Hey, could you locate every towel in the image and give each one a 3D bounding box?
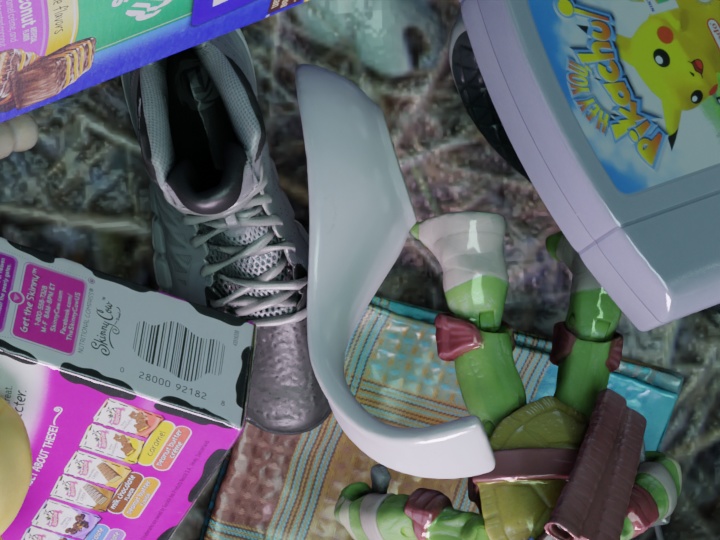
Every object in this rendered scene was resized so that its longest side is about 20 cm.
[{"bbox_3d":[0.038,0.093,1.256,0.200,0.022,0.147,15,98,-15],"label":"towel"}]

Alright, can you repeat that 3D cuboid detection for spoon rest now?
[{"bbox_3d":[0.000,0.000,1.145,0.061,0.200,0.099,-19,146,1],"label":"spoon rest"}]

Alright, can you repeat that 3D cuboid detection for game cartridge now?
[{"bbox_3d":[0.118,-0.079,1.166,0.133,0.040,0.200,-20,80,-32],"label":"game cartridge"}]

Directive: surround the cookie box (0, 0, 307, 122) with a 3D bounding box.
[{"bbox_3d":[-0.098,-0.139,1.000,0.200,0.171,0.075,-24,69,-20],"label":"cookie box"}]

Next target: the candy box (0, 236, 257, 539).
[{"bbox_3d":[-0.161,0.050,1.144,0.200,0.061,0.136,19,137,-16],"label":"candy box"}]

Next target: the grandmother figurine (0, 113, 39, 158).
[{"bbox_3d":[-0.178,-0.088,1.100,0.121,0.061,0.200,43,55,-9],"label":"grandmother figurine"}]

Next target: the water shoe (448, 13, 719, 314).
[{"bbox_3d":[0.125,-0.061,1.228,0.200,0.071,0.079,41,60,-13],"label":"water shoe"}]

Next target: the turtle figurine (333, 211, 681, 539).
[{"bbox_3d":[0.065,0.081,1.211,0.144,0.200,0.194,-1,79,16],"label":"turtle figurine"}]

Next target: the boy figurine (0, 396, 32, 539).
[{"bbox_3d":[-0.184,0.121,1.132,0.124,0.064,0.200,32,136,13],"label":"boy figurine"}]

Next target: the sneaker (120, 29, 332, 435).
[{"bbox_3d":[-0.058,-0.015,1.152,0.075,0.116,0.200,-19,100,0],"label":"sneaker"}]
